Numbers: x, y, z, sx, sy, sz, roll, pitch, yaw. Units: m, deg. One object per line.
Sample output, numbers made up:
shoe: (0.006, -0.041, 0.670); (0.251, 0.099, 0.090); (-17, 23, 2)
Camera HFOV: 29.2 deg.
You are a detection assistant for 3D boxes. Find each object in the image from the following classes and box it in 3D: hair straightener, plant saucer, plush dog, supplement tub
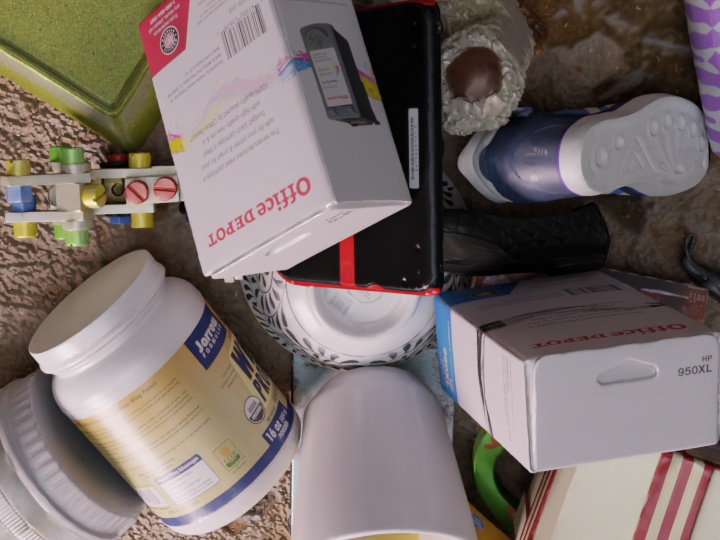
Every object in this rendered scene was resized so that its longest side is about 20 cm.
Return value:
hair straightener: (0.344, 0.037, 1.155); (0.200, 0.077, 0.041); (41, 87, -14)
plant saucer: (-0.206, -0.211, 1.038); (0.199, 0.048, 0.200); (31, 108, -14)
plush dog: (0.042, -0.153, 1.038); (0.171, 0.160, 0.201); (-35, 69, 24)
supplement tub: (-0.157, 0.097, 1.114); (0.144, 0.145, 0.200); (-34, 111, 11)

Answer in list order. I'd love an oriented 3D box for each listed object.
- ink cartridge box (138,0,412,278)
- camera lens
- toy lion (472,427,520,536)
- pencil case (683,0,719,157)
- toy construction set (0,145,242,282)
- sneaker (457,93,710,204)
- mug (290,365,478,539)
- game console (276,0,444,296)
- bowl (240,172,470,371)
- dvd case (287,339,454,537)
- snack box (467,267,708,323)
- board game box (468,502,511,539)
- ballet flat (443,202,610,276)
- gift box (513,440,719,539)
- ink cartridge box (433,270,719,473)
ink cartridge box: (-0.064, -0.113, 0.962); (0.147, 0.085, 0.201); (-26, 77, 43)
camera lens: (-0.298, 0.195, 1.138); (0.200, 0.160, 0.160); (-36, 110, 11)
toy lion: (0.176, 0.132, 1.196); (0.200, 0.069, 0.192); (-39, 102, 13)
pencil case: (0.295, -0.181, 1.056); (0.085, 0.084, 0.201); (-1, 119, 35)
toy construction set: (-0.165, -0.054, 1.053); (0.198, 0.131, 0.093); (12, 95, -3)
sneaker: (0.169, -0.096, 1.095); (0.199, 0.146, 0.081); (-12, 101, -45)
mug: (-0.002, 0.169, 1.111); (0.186, 0.154, 0.149); (-21, 146, 25)
game console: (-0.005, -0.086, 0.987); (0.031, 0.176, 0.202); (-6, 96, -45)
bowl: (0.000, 0.000, 1.099); (0.199, 0.094, 0.202); (-1, 105, -3)
dvd case: (0.010, 0.144, 1.209); (0.145, 0.022, 0.201); (1, 110, -4)
snack box: (0.185, 0.033, 1.135); (0.198, 0.024, 0.072); (11, 86, -9)
board game box: (0.092, 0.292, 1.217); (0.153, 0.040, 0.200); (-29, 124, 31)
ballet flat: (0.109, -0.028, 1.070); (0.199, 0.057, 0.066); (3, 158, -32)
gift box: (0.210, 0.203, 1.083); (0.183, 0.200, 0.188); (18, 107, 5)
ink cartridge box: (0.152, 0.067, 1.006); (0.143, 0.200, 0.085); (-7, 103, -13)
